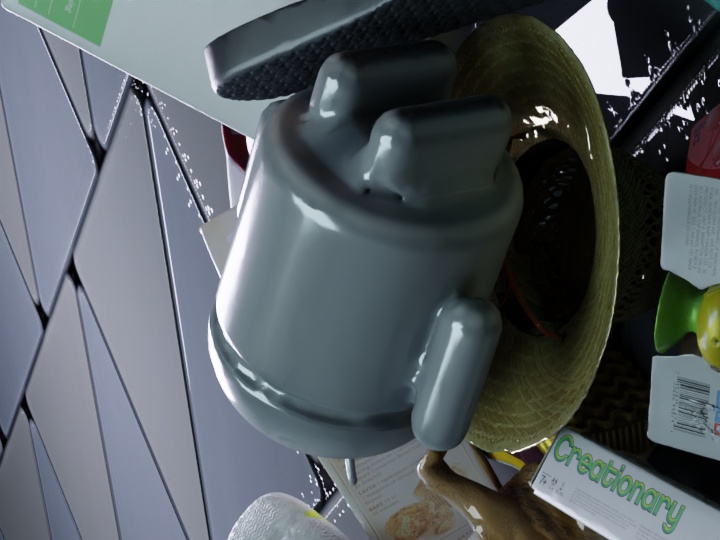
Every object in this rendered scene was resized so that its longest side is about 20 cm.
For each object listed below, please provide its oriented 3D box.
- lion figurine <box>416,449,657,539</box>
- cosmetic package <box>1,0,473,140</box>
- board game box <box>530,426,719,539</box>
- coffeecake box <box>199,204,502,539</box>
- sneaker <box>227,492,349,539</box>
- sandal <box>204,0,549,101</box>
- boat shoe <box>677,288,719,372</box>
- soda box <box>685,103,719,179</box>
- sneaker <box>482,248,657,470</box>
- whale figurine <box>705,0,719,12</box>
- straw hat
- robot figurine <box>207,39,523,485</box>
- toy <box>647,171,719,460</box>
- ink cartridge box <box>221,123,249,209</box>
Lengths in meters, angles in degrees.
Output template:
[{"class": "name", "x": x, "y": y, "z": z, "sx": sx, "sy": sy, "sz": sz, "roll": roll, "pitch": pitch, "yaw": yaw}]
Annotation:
[{"class": "lion figurine", "x": 0.053, "y": 0.153, "z": 0.948, "sx": 0.122, "sy": 0.200, "sz": 0.072, "roll": 36, "pitch": 171, "yaw": 5}, {"class": "cosmetic package", "x": -0.052, "y": -0.133, "z": 0.975, "sx": 0.200, "sy": 0.085, "sz": 0.108, "roll": 28, "pitch": 123, "yaw": 11}, {"class": "board game box", "x": 0.170, "y": 0.126, "z": 0.837, "sx": 0.200, "sy": 0.126, "sz": 0.035, "roll": 26, "pitch": 89, "yaw": 59}, {"class": "coffeecake box", "x": 0.006, "y": 0.067, "z": 1.096, "sx": 0.200, "sy": 0.073, "sz": 0.154, "roll": 59, "pitch": -179, "yaw": -32}, {"class": "sneaker", "x": 0.007, "y": 0.195, "z": 1.046, "sx": 0.105, "sy": 0.076, "sz": 0.200, "roll": 34, "pitch": -167, "yaw": -44}, {"class": "sandal", "x": 0.016, "y": -0.120, "z": 0.861, "sx": 0.200, "sy": 0.076, "sz": 0.043, "roll": -17, "pitch": 78, "yaw": 29}, {"class": "boat shoe", "x": 0.181, "y": 0.051, "z": 0.813, "sx": 0.200, "sy": 0.072, "sz": 0.072, "roll": 32, "pitch": 134, "yaw": 57}, {"class": "soda box", "x": 0.181, "y": -0.050, "z": 0.716, "sx": 0.200, "sy": 0.070, "sz": 0.063, "roll": 133, "pitch": 151, "yaw": -65}, {"class": "sneaker", "x": 0.071, "y": 0.043, "z": 1.055, "sx": 0.200, "sy": 0.075, "sz": 0.090, "roll": 57, "pitch": 148, "yaw": 33}, {"class": "whale figurine", "x": 0.116, "y": -0.175, "z": 0.755, "sx": 0.159, "sy": 0.104, "sz": 0.200, "roll": 43, "pitch": 147, "yaw": 49}, {"class": "straw hat", "x": 0.097, "y": -0.015, "z": 0.928, "sx": 0.201, "sy": 0.085, "sz": 0.201, "roll": 180, "pitch": 90, "yaw": -66}, {"class": "robot figurine", "x": 0.000, "y": 0.000, "z": 0.901, "sx": 0.170, "sy": 0.113, "sz": 0.200, "roll": 53, "pitch": 138, "yaw": 37}, {"class": "toy", "x": 0.201, "y": 0.028, "z": 0.718, "sx": 0.200, "sy": 0.047, "sz": 0.115, "roll": 12, "pitch": 124, "yaw": 19}, {"class": "ink cartridge box", "x": -0.050, "y": -0.038, "z": 1.248, "sx": 0.161, "sy": 0.050, "sz": 0.200, "roll": -78, "pitch": -16, "yaw": -86}]
